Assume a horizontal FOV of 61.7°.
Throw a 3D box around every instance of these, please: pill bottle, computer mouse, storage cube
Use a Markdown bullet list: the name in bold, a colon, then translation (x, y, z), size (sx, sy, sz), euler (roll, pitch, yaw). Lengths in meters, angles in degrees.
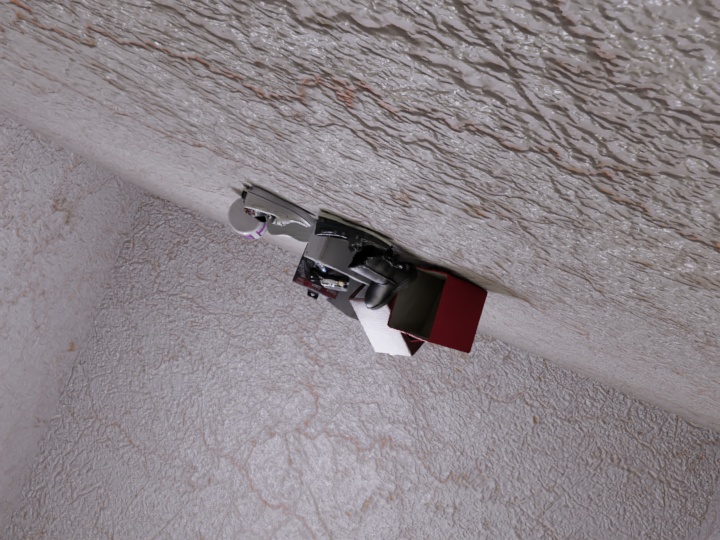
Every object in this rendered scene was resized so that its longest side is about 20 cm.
- **pill bottle**: translation (-0.348, -0.159, 1.901), size (0.110, 0.115, 0.200), euler (22, 176, 0)
- **computer mouse**: translation (-0.075, 0.023, 1.638), size (0.107, 0.045, 0.200), euler (9, 173, 5)
- **storage cube**: translation (0.205, 0.103, 1.612), size (0.177, 0.205, 0.169), euler (18, 178, -39)

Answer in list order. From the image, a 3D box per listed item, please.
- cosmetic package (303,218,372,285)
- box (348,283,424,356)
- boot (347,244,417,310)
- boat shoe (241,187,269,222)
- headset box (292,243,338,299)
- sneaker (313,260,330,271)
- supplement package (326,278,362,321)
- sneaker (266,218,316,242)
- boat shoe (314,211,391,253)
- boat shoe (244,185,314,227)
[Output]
- **cosmetic package**: translation (-0.042, -0.050, 1.613), size (0.197, 0.115, 0.080), euler (23, 177, -39)
- **box**: translation (0.101, 0.115, 1.756), size (0.164, 0.164, 0.203), euler (-1, 124, 48)
- **boot**: translation (0.035, 0.013, 1.558), size (0.161, 0.075, 0.197), euler (27, 130, -34)
- **boat shoe**: translation (-0.290, -0.180, 1.685), size (0.072, 0.064, 0.201), euler (24, 175, 8)
- **headset box**: translation (-0.116, -0.013, 1.856), size (0.147, 0.205, 0.077), euler (17, 174, 44)
- **sneaker**: translation (-0.101, -0.048, 1.721), size (0.086, 0.076, 0.201), euler (58, -165, -14)
- **supplement package**: translation (0.006, 0.092, 1.923), size (0.116, 0.119, 0.199), euler (33, -175, 36)
- **sneaker**: translation (-0.166, -0.123, 1.767), size (0.196, 0.076, 0.114), euler (13, -172, 33)
- **boat shoe**: translation (-0.023, -0.077, 1.451), size (0.195, 0.068, 0.075), euler (23, 176, 5)
- **boat shoe**: translation (-0.212, -0.150, 1.577), size (0.197, 0.067, 0.071), euler (26, 175, -32)
